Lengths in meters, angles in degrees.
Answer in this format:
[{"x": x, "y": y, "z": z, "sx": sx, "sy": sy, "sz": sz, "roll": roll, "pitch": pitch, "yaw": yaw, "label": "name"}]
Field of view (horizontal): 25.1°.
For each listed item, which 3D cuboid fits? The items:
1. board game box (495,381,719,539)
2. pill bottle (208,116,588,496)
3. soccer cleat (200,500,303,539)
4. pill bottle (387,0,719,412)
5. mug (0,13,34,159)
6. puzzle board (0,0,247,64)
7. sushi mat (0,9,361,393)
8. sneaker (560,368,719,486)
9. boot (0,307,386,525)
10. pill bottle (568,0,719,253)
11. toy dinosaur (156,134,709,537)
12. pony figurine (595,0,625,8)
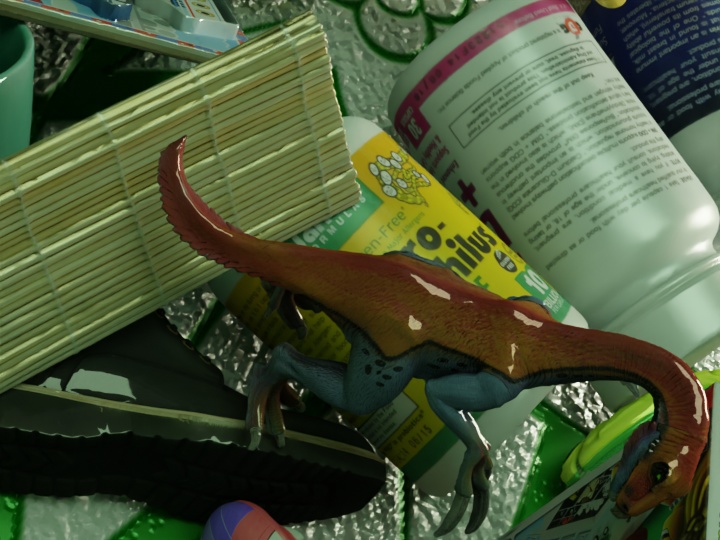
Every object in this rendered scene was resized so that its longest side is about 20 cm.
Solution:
[{"x": 0.099, "y": 0.144, "z": 0.666, "sx": 0.034, "sy": 0.200, "sz": 0.127, "roll": 22, "pitch": 54, "yaw": -14, "label": "board game box"}, {"x": 0.000, "y": 0.000, "z": 0.759, "sx": 0.200, "sy": 0.113, "sz": 0.113, "roll": 43, "pitch": 53, "yaw": 3, "label": "pill bottle"}, {"x": -0.037, "y": 0.191, "z": 0.660, "sx": 0.076, "sy": 0.067, "sz": 0.201, "roll": -9, "pitch": 70, "yaw": -30, "label": "soccer cleat"}, {"x": 0.111, "y": -0.036, "z": 0.832, "sx": 0.113, "sy": 0.113, "sz": 0.200, "roll": -25, "pitch": 74, "yaw": -34, "label": "pill bottle"}, {"x": -0.204, "y": -0.051, "z": 0.678, "sx": 0.152, "sy": 0.115, "sz": 0.185, "roll": 30, "pitch": 33, "yaw": 34, "label": "mug"}, {"x": -0.133, "y": -0.144, "z": 0.769, "sx": 0.150, "sy": 0.017, "sz": 0.200, "roll": 11, "pitch": 21, "yaw": -19, "label": "puzzle board"}, {"x": -0.092, "y": -0.022, "z": 0.652, "sx": 0.199, "sy": 0.096, "sz": 0.012, "roll": -29, "pitch": 40, "yaw": -16, "label": "sushi mat"}, {"x": 0.195, "y": 0.098, "z": 0.818, "sx": 0.199, "sy": 0.074, "sz": 0.084, "roll": 0, "pitch": 58, "yaw": -26, "label": "sneaker"}, {"x": -0.085, "y": 0.032, "z": 0.728, "sx": 0.199, "sy": 0.078, "sz": 0.139, "roll": 14, "pitch": 52, "yaw": -19, "label": "boot"}, {"x": 0.197, "y": -0.099, "z": 0.909, "sx": 0.115, "sy": 0.116, "sz": 0.201, "roll": -4, "pitch": 63, "yaw": -27, "label": "pill bottle"}, {"x": 0.035, "y": 0.037, "z": 0.618, "sx": 0.200, "sy": 0.181, "sz": 0.105, "roll": 43, "pitch": 55, "yaw": -42, "label": "toy dinosaur"}, {"x": 0.083, "y": -0.228, "z": 0.826, "sx": 0.200, "sy": 0.166, "sz": 0.193, "roll": 30, "pitch": 25, "yaw": -44, "label": "pony figurine"}]
